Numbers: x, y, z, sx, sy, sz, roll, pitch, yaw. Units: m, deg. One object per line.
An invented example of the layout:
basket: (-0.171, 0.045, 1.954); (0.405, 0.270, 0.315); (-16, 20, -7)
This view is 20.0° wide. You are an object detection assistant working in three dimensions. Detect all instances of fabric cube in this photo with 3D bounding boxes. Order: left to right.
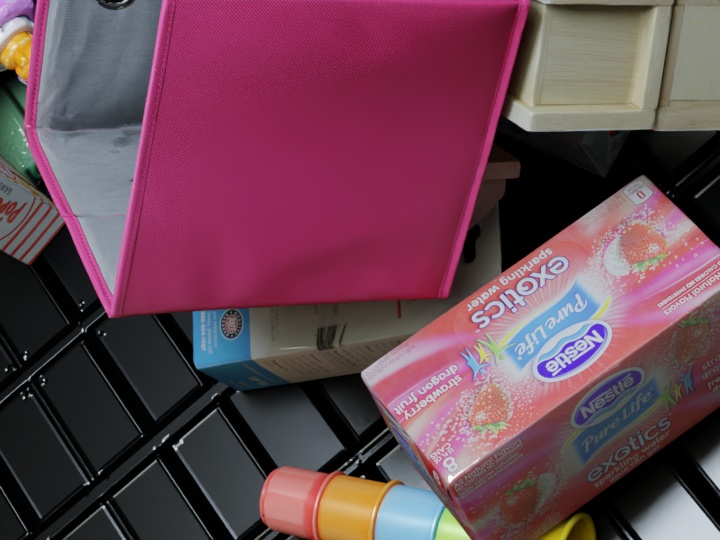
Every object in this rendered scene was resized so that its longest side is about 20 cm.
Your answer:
fabric cube: (-0.056, -0.111, 1.114); (0.200, 0.199, 0.196); (-123, 37, -48)

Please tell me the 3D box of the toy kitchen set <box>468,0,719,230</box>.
toy kitchen set: (0.126, -0.106, 1.174); (0.200, 0.180, 0.163); (-137, 49, -59)

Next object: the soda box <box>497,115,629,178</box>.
soda box: (0.076, -0.131, 1.267); (0.200, 0.063, 0.068); (26, 84, 27)

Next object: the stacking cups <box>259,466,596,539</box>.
stacking cups: (0.037, 0.154, 1.201); (0.200, 0.061, 0.061); (8, 76, 29)

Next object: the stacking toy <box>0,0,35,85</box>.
stacking toy: (-0.263, -0.177, 1.412); (0.200, 0.116, 0.110); (41, 95, 14)

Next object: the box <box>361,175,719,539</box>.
box: (0.117, 0.056, 1.139); (0.200, 0.095, 0.103); (-34, 49, -5)

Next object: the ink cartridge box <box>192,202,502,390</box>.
ink cartridge box: (0.000, 0.000, 1.253); (0.200, 0.067, 0.116); (-9, 69, 20)

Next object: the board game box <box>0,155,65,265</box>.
board game box: (-0.303, -0.098, 1.362); (0.200, 0.151, 0.046); (40, 90, 28)
